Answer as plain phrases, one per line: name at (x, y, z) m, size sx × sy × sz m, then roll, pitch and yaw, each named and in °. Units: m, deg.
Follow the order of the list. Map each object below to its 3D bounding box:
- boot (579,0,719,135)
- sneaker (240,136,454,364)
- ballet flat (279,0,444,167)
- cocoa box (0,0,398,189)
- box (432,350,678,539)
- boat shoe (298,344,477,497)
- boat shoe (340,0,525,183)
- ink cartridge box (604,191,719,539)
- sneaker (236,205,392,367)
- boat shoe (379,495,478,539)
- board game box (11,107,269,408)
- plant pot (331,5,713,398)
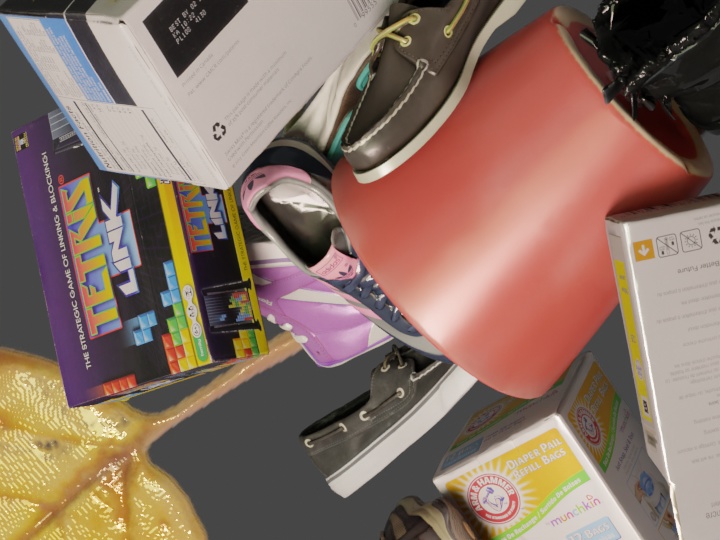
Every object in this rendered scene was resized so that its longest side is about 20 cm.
boot at (0.229, -0.156, 1.135) m, size 0.198 × 0.162 × 0.074 m, roll -38°, pitch 64°, yaw 19°
sneaker at (0.000, 0.000, 1.287) m, size 0.199 × 0.082 × 0.070 m, roll 38°, pitch 112°, yaw -4°
ballet flat at (-0.007, -0.132, 1.312) m, size 0.069 × 0.069 × 0.201 m, roll 35°, pitch 121°, yaw 3°
cocoa box at (-0.092, -0.167, 1.207) m, size 0.130 × 0.200 × 0.134 m, roll 10°, pitch 141°, yaw 45°
box at (0.156, 0.176, 1.357) m, size 0.112 × 0.101 × 0.201 m, roll -29°, pitch 100°, yaw 28°
boat shoe at (0.029, 0.086, 1.387) m, size 0.057 × 0.069 × 0.200 m, roll 44°, pitch 122°, yaw -2°
boat shoe at (0.039, -0.142, 1.205) m, size 0.061 × 0.202 × 0.071 m, roll 47°, pitch 151°, yaw -26°
ink cartridge box at (0.256, 0.047, 1.164) m, size 0.195 × 0.047 × 0.202 m, roll -12°, pitch 101°, yaw -7°
sneaker at (-0.064, 0.018, 1.392) m, size 0.198 × 0.073 × 0.115 m, roll 3°, pitch 119°, yaw 22°
boat shoe at (0.032, 0.203, 1.376) m, size 0.073 × 0.200 × 0.075 m, roll -35°, pitch 83°, yaw -13°
board game box at (-0.152, -0.022, 1.339) m, size 0.164 × 0.056 × 0.202 m, roll -19°, pitch 81°, yaw 44°
plant pot at (0.108, -0.053, 1.235) m, size 0.200 × 0.201 × 0.177 m, roll 45°, pitch 112°, yaw -3°
